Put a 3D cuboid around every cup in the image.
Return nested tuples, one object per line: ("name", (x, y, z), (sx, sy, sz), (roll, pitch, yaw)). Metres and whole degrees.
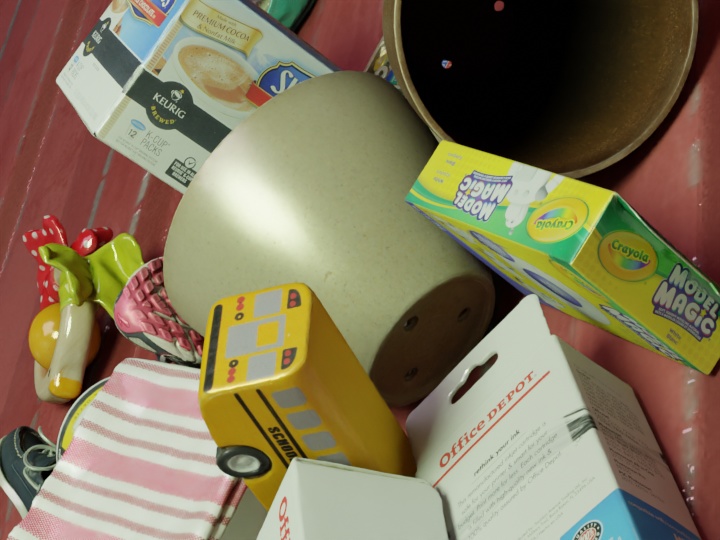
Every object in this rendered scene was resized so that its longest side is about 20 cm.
("cup", (0.000, 0.000, 1.049), (0.143, 0.200, 0.201), (42, 99, 32))

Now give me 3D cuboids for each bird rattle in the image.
("bird rattle", (-0.261, 0.033, 1.491), (0.200, 0.112, 0.165), (5, 82, 61))

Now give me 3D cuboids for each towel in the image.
("towel", (-0.140, 0.138, 1.042), (0.145, 0.030, 0.201), (7, 55, 36))

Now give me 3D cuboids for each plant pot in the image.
("plant pot", (0.087, -0.158, 1.081), (0.188, 0.186, 0.200), (-57, 15, -1))

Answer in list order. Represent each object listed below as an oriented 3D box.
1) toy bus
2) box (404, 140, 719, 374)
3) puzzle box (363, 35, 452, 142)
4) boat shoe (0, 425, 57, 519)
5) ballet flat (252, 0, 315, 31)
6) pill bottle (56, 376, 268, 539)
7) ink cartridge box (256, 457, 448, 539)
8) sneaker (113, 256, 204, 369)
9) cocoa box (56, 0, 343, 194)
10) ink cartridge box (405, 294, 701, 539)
("toy bus", (-0.024, 0.095, 0.928), (0.078, 0.200, 0.065), (-13, 47, 18))
("box", (0.120, -0.007, 0.915), (0.049, 0.117, 0.200), (-57, 29, -6))
("puzzle box", (0.011, -0.082, 1.253), (0.133, 0.025, 0.201), (13, 72, 59))
("boat shoe", (-0.236, 0.173, 1.330), (0.062, 0.075, 0.200), (-53, 30, 9))
("ballet flat", (-0.110, -0.187, 1.497), (0.067, 0.070, 0.201), (11, 71, 59))
("pill bottle", (-0.126, 0.143, 1.150), (0.113, 0.112, 0.200), (-60, 28, -5))
("ink cartridge box", (-0.024, 0.219, 0.880), (0.146, 0.083, 0.201), (-101, 29, -53))
("sneaker", (-0.117, 0.044, 1.174), (0.074, 0.200, 0.081), (-28, 75, 13))
("cocoa box", (-0.088, -0.116, 1.204), (0.132, 0.199, 0.133), (-53, 29, 5))
("ink cartridge box", (0.097, 0.119, 0.876), (0.116, 0.068, 0.201), (-46, 31, 21))
